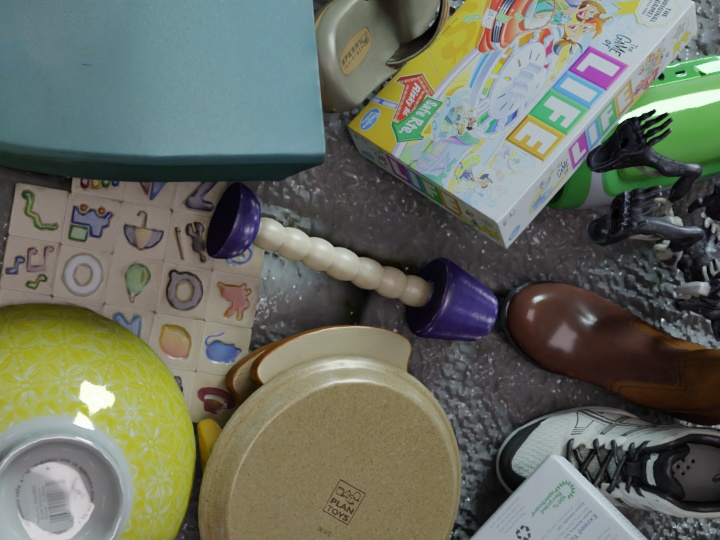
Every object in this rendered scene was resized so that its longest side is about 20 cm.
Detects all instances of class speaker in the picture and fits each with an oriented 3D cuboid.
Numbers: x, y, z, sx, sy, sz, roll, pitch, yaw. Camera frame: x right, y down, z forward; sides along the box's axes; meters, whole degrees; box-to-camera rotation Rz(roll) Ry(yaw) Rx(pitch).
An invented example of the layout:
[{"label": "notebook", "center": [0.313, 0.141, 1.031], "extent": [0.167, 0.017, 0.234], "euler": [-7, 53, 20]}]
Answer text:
[{"label": "speaker", "center": [0.214, -0.100, 0.956], "extent": [0.199, 0.088, 0.089], "euler": [-13, 97, -19]}]

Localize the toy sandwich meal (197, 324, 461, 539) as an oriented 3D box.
[{"label": "toy sandwich meal", "center": [-0.026, 0.136, 0.892], "extent": [0.204, 0.070, 0.206], "euler": [-4, 100, -24]}]

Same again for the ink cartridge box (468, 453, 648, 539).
[{"label": "ink cartridge box", "center": [0.130, 0.257, 0.876], "extent": [0.200, 0.041, 0.200], "euler": [-47, 67, 9]}]

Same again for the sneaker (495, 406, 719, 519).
[{"label": "sneaker", "center": [0.188, 0.128, 0.919], "extent": [0.199, 0.088, 0.076], "euler": [-1, 81, 13]}]

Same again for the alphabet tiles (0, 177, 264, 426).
[{"label": "alphabet tiles", "center": [-0.148, 0.025, 0.871], "extent": [0.166, 0.006, 0.201], "euler": [10, 89, -20]}]

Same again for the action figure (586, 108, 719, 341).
[{"label": "action figure", "center": [0.236, -0.022, 0.895], "extent": [0.200, 0.102, 0.119], "euler": [26, 64, -40]}]

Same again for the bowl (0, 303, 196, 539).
[{"label": "bowl", "center": [-0.186, 0.125, 0.802], "extent": [0.199, 0.108, 0.201], "euler": [-2, 97, -19]}]

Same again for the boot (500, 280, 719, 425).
[{"label": "boot", "center": [0.207, 0.064, 0.898], "extent": [0.188, 0.200, 0.069], "euler": [33, 81, -18]}]

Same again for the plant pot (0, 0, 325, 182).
[{"label": "plant pot", "center": [-0.137, -0.122, 0.801], "extent": [0.199, 0.141, 0.142], "euler": [-5, 90, -14]}]

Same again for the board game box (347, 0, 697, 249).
[{"label": "board game box", "center": [0.107, -0.126, 0.897], "extent": [0.200, 0.134, 0.034], "euler": [-48, 149, -12]}]

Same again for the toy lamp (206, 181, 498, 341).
[{"label": "toy lamp", "center": [0.000, 0.000, 0.894], "extent": [0.199, 0.058, 0.058], "euler": [20, 86, -23]}]

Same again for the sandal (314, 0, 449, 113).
[{"label": "sandal", "center": [0.024, -0.169, 0.862], "extent": [0.080, 0.054, 0.200], "euler": [63, 37, -30]}]
